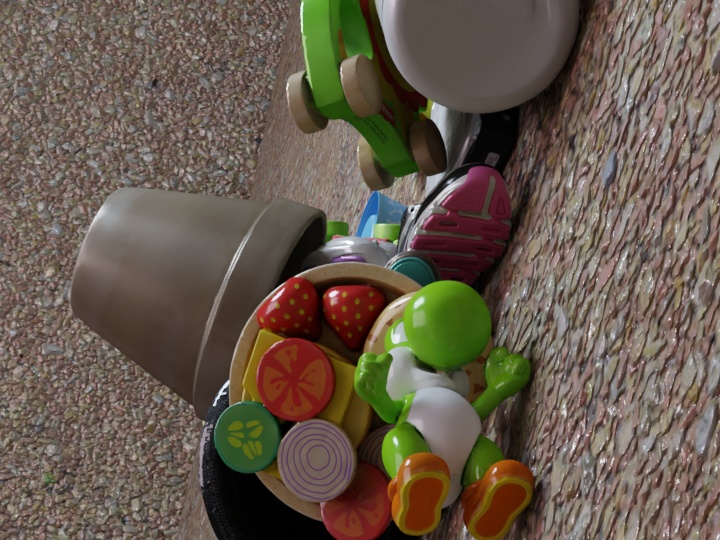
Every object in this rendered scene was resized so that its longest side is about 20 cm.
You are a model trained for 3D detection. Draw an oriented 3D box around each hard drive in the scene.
[{"bbox_3d":[0.094,-0.132,1.498,0.140,0.037,0.201,114,168,-45],"label":"hard drive"}]

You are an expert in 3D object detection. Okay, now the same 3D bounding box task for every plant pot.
[{"bbox_3d":[-0.143,0.016,1.486,0.200,0.172,0.202,20,-90,-82],"label":"plant pot"}]

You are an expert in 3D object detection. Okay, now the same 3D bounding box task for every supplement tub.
[{"bbox_3d":[0.082,-0.213,1.345,0.200,0.143,0.146,-100,26,-69],"label":"supplement tub"}]

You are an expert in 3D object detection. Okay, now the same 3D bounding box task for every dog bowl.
[{"bbox_3d":[0.012,0.026,1.719,0.111,0.049,0.202,-142,67,-80],"label":"dog bowl"}]

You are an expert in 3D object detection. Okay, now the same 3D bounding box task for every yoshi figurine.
[{"bbox_3d":[0.055,0.077,1.160,0.111,0.113,0.201,-28,33,10],"label":"yoshi figurine"}]

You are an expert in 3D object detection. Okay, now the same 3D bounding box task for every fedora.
[{"bbox_3d":[-0.047,0.166,1.400,0.092,0.199,0.203,140,144,-66],"label":"fedora"}]

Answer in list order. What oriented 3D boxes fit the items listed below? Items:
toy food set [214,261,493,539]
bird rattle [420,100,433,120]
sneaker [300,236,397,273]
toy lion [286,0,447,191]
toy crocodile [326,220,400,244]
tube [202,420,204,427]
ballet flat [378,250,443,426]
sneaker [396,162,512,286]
[{"bbox_3d":[-0.007,0.095,1.301,0.049,0.198,0.200,-3,-68,-75],"label":"toy food set"},{"bbox_3d":[0.037,-0.188,1.764,0.200,0.111,0.165,-88,-1,-66],"label":"bird rattle"},{"bbox_3d":[0.000,0.000,1.487,0.100,0.075,0.200,-48,-5,-17],"label":"sneaker"},{"bbox_3d":[0.007,-0.177,1.430,0.200,0.068,0.194,35,-136,-58],"label":"toy lion"},{"bbox_3d":[-0.010,-0.012,1.630,0.198,0.061,0.068,2,85,40],"label":"toy crocodile"},{"bbox_3d":[-0.076,0.083,1.642,0.200,0.058,0.052,-51,13,24],"label":"tube"},{"bbox_3d":[0.036,0.085,1.349,0.067,0.067,0.203,-4,-81,-77],"label":"ballet flat"},{"bbox_3d":[0.067,-0.030,1.380,0.201,0.073,0.088,108,166,-53],"label":"sneaker"}]
